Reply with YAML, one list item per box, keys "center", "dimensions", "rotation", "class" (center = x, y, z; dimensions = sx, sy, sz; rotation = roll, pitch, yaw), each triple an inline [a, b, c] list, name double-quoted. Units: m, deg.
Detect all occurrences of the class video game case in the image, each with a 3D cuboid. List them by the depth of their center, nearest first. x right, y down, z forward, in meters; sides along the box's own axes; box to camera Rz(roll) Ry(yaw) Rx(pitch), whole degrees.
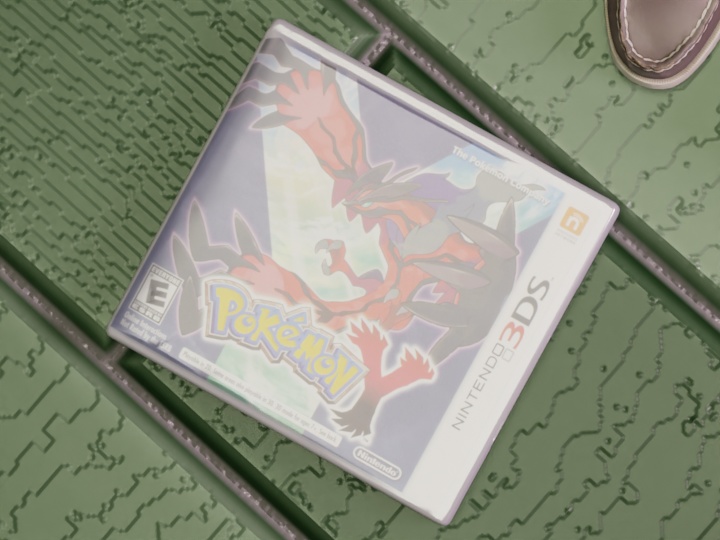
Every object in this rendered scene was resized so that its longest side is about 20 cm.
- center: [0.000, 0.000, 1.233]
  dimensions: [0.199, 0.023, 0.183]
  rotation: [29, 91, 7]
  class: "video game case"

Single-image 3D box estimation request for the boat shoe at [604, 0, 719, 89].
- center: [0.166, -0.189, 1.202]
  dimensions: [0.071, 0.060, 0.201]
  rotation: [19, 90, 6]
  class: "boat shoe"
